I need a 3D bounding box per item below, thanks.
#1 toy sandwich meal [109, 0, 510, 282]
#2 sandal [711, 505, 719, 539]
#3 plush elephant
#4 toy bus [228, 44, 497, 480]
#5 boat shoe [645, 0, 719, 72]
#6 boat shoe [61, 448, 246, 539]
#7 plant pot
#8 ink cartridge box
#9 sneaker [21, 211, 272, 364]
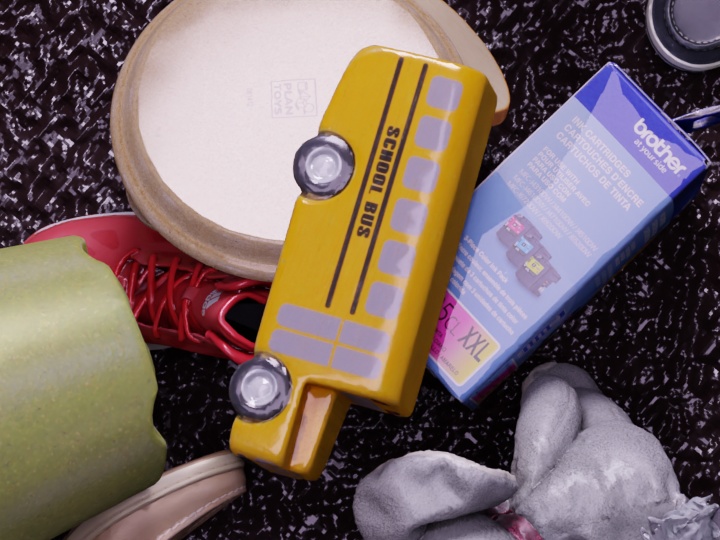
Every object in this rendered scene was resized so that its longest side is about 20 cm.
[{"bbox_3d":[-0.029,-0.073,1.354,0.203,0.070,0.207,0,63,0],"label":"toy sandwich meal"},{"bbox_3d":[0.275,0.124,1.352,0.199,0.043,0.077,-21,84,3],"label":"sandal"},{"bbox_3d":[0.077,0.141,1.286,0.154,0.200,0.166,-15,91,-10],"label":"plush elephant"},{"bbox_3d":[0.000,0.000,1.244,0.078,0.065,0.202,14,82,12],"label":"toy bus"},{"bbox_3d":[0.226,-0.182,1.374,0.200,0.062,0.075,-41,85,2],"label":"boat shoe"},{"bbox_3d":[-0.132,0.165,1.374,0.199,0.071,0.065,-37,80,11],"label":"boat shoe"},{"bbox_3d":[-0.200,0.072,1.290,0.183,0.200,0.202,-19,83,-21],"label":"plant pot"},{"bbox_3d":[0.101,-0.025,1.334,0.200,0.136,0.076,-45,84,0],"label":"ink cartridge box"},{"bbox_3d":[-0.090,0.007,1.359,0.198,0.116,0.079,7,86,6],"label":"sneaker"}]
